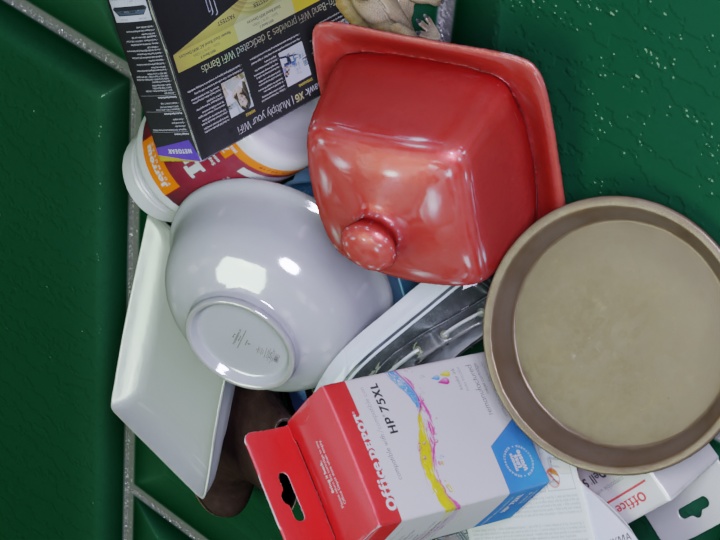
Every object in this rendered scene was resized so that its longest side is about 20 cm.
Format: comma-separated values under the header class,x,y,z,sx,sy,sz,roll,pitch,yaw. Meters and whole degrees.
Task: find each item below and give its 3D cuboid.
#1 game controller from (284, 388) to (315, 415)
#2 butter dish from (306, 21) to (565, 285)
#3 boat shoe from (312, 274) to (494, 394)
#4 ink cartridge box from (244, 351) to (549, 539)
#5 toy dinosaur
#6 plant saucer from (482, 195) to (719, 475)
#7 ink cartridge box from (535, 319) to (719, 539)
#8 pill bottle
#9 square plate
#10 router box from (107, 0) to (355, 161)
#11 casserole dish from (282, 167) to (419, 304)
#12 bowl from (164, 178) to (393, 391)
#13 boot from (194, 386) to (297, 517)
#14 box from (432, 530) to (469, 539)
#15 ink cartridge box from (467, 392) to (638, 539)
class,x,y,z,sx,sy,sz,roll,pitch,yaw
game controller,-0.049,0.101,1.895,0.104,0.042,0.201,15,126,60
butter dish,0.035,-0.059,1.589,0.198,0.148,0.201,14,138,28
boat shoe,0.039,0.070,1.709,0.200,0.072,0.071,-46,69,20
ink cartridge box,0.027,0.139,1.601,0.067,0.199,0.117,-49,59,49
toy dinosaur,0.025,-0.190,1.631,0.200,0.058,0.101,47,150,-21
plant saucer,0.186,0.046,1.559,0.199,0.029,0.202,2,96,20
ink cartridge box,0.189,0.130,1.647,0.201,0.067,0.117,54,143,5
pill bottle,-0.113,-0.109,1.780,0.200,0.113,0.113,-28,94,52
square plate,-0.158,0.073,1.945,0.198,0.028,0.201,35,118,51
router box,-0.090,-0.192,1.629,0.052,0.200,0.158,2,116,45
casserole dish,0.000,0.000,1.789,0.121,0.039,0.201,1,116,45
bowl,-0.081,0.031,1.742,0.200,0.091,0.202,16,137,16
boot,-0.102,0.174,1.947,0.166,0.072,0.201,-127,36,-53
box,0.058,0.198,1.806,0.157,0.050,0.200,-20,113,46
ink cartridge box,0.145,0.194,1.669,0.160,0.047,0.201,-15,88,56
